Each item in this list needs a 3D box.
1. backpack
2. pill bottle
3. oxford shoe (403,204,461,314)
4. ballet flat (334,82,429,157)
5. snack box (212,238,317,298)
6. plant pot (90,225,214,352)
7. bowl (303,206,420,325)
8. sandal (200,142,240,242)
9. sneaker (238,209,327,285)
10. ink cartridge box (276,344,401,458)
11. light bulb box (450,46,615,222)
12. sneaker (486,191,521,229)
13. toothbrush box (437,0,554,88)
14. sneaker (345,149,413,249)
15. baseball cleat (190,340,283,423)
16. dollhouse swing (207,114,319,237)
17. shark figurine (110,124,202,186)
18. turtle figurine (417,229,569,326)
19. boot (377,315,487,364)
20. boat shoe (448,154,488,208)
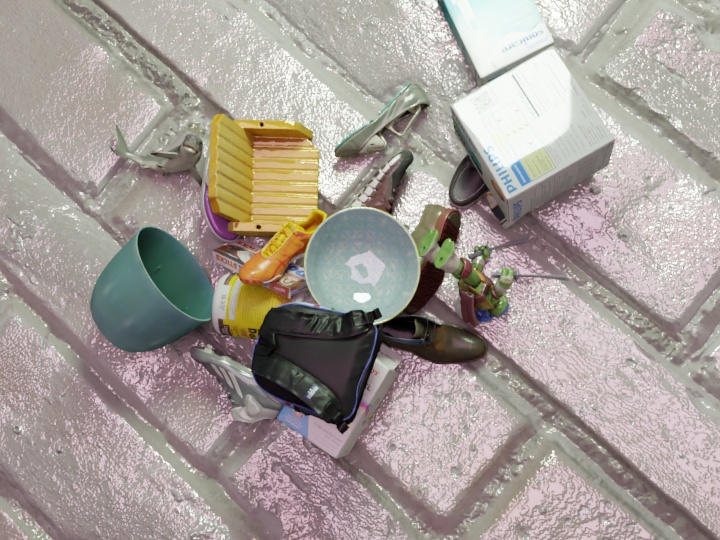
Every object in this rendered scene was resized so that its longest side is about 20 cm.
[{"bbox_3d":[-0.074,0.141,1.550,0.188,0.154,0.202,19,76,6],"label":"backpack"},{"bbox_3d":[-0.156,0.071,1.719,0.197,0.109,0.111,7,84,10],"label":"pill bottle"},{"bbox_3d":[0.111,-0.021,1.721,0.074,0.070,0.202,24,88,38],"label":"oxford shoe"},{"bbox_3d":[0.042,-0.256,1.753,0.199,0.067,0.064,-40,86,2],"label":"ballet flat"},{"bbox_3d":[-0.171,-0.005,1.716,0.199,0.072,0.025,24,124,34],"label":"snack box"},{"bbox_3d":[-0.380,0.050,1.722,0.160,0.200,0.202,-36,78,17],"label":"plant pot"},{"bbox_3d":[0.000,0.000,1.669,0.197,0.108,0.203,1,82,-4],"label":"bowl"},{"bbox_3d":[-0.251,-0.154,1.772,0.082,0.050,0.206,1,75,-30],"label":"sandal"},{"bbox_3d":[-0.136,-0.043,1.671,0.073,0.078,0.199,26,50,36],"label":"sneaker"},{"bbox_3d":[-0.030,0.202,1.674,0.128,0.125,0.201,31,89,12],"label":"ink cartridge box"},{"bbox_3d":[0.282,-0.223,1.607,0.198,0.125,0.200,-29,72,1],"label":"light bulb box"},{"bbox_3d":[0.309,-0.163,1.690,0.199,0.078,0.080,-38,84,4],"label":"sneaker"},{"bbox_3d":[0.239,-0.447,1.734,0.145,0.085,0.202,-26,79,4],"label":"toothbrush box"},{"bbox_3d":[0.053,-0.110,1.735,0.115,0.076,0.200,43,101,7],"label":"sneaker"},{"bbox_3d":[-0.230,0.209,1.734,0.198,0.070,0.108,23,87,12],"label":"baseball cleat"},{"bbox_3d":[-0.166,-0.172,1.704,0.179,0.176,0.203,1,82,-1],"label":"dollhouse swing"},{"bbox_3d":[-0.360,-0.226,1.821,0.212,0.129,0.090,2,57,27],"label":"shark figurine"},{"bbox_3d":[0.210,-0.018,1.646,0.200,0.193,0.145,-40,35,32],"label":"turtle figurine"},{"bbox_3d":[0.120,0.120,1.674,0.197,0.097,0.076,9,84,10],"label":"boot"},{"bbox_3d":[0.221,-0.200,1.716,0.072,0.063,0.201,39,90,13],"label":"boat shoe"}]
